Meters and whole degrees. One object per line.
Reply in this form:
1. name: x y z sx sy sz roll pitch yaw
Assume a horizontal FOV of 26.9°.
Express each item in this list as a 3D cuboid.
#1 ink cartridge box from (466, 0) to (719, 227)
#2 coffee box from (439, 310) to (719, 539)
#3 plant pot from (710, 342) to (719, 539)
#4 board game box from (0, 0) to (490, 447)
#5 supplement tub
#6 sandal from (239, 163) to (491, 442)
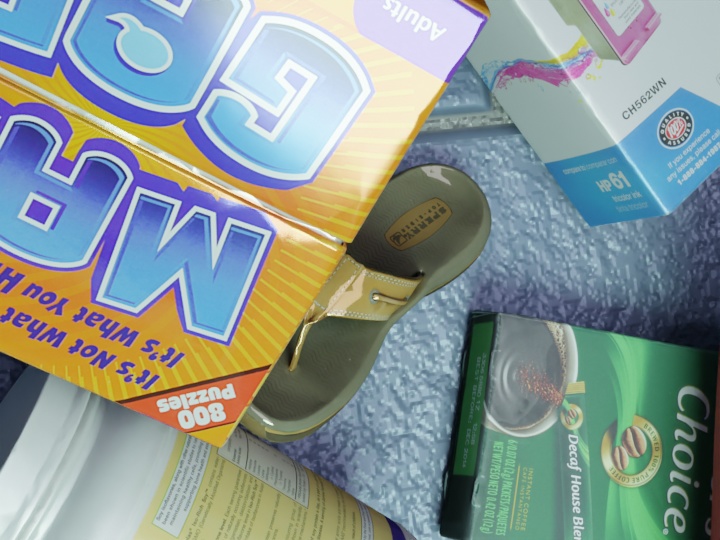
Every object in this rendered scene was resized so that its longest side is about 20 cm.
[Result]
1. ink cartridge box: 0.129 -0.146 0.787 0.144 0.085 0.201 -42 100 -16
2. coffee box: 0.146 0.096 0.804 0.198 0.044 0.124 12 83 -20
3. plant pot: 0.258 0.086 0.732 0.198 0.200 0.179 2 76 -20
4. board game box: -0.095 -0.095 0.603 0.198 0.200 0.201 26 111 -17
5. supplement tub: -0.083 0.136 0.666 0.199 0.145 0.146 34 77 -16
6. sandal: 0.000 0.000 0.717 0.080 0.054 0.200 43 53 9
